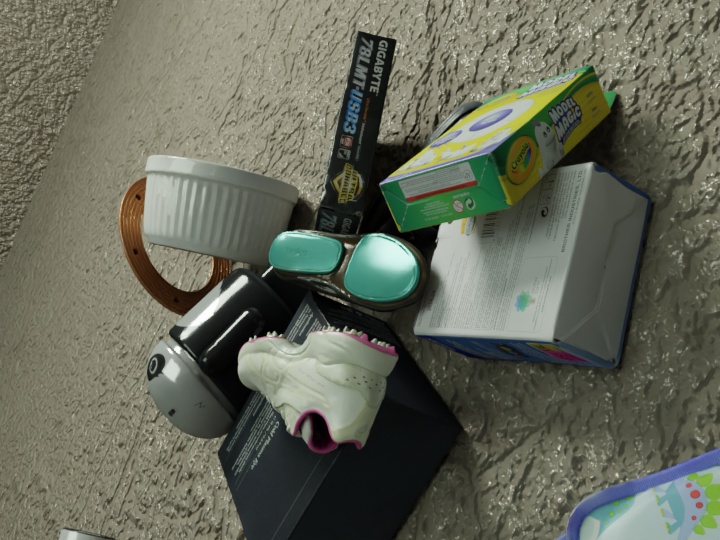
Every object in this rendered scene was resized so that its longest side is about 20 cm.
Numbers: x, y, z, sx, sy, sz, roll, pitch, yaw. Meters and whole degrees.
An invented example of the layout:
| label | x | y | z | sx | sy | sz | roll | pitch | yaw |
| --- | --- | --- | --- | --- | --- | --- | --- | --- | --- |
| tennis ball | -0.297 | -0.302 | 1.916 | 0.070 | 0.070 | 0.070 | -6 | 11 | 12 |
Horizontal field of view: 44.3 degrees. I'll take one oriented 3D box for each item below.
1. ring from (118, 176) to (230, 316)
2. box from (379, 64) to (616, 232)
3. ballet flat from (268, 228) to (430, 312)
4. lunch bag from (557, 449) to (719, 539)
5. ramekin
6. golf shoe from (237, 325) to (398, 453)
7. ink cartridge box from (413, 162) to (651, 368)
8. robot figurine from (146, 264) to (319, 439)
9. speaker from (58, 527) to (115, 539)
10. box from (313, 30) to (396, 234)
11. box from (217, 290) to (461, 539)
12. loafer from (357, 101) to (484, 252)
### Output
| label | x | y | z | sx | sy | sz | roll | pitch | yaw |
| --- | --- | --- | --- | --- | --- | --- | --- | --- | --- |
| ring | -0.251 | -0.031 | 1.197 | 0.019 | 0.199 | 0.204 | -25 | 49 | 30 |
| box | 0.117 | -0.104 | 0.708 | 0.116 | 0.049 | 0.199 | -11 | 20 | 46 |
| ballet flat | 0.000 | 0.000 | 0.803 | 0.198 | 0.068 | 0.069 | 16 | 77 | 45 |
| lunch bag | 0.163 | 0.211 | 0.448 | 0.201 | 0.126 | 0.172 | -48 | 33 | 28 |
| ramekin | -0.182 | -0.071 | 1.127 | 0.199 | 0.196 | 0.108 | 9 | 88 | 58 |
| golf shoe | -0.050 | 0.099 | 0.725 | 0.198 | 0.074 | 0.094 | -13 | 63 | 55 |
| ink cartridge box | 0.122 | -0.001 | 0.713 | 0.198 | 0.075 | 0.140 | -2 | 68 | 56 |
| robot figurine | -0.132 | 0.079 | 0.925 | 0.200 | 0.151 | 0.124 | -44 | 51 | -15 |
| speaker | -0.409 | 0.472 | 1.239 | 0.080 | 0.080 | 0.205 | -13 | 60 | 53 |
| box | -0.013 | -0.105 | 0.922 | 0.201 | 0.048 | 0.203 | 106 | 174 | -66 |
| box | -0.029 | 0.160 | 0.821 | 0.202 | 0.103 | 0.183 | -59 | 31 | 14 |
| loafer | 0.066 | -0.069 | 0.854 | 0.201 | 0.071 | 0.063 | -52 | 38 | 20 |
